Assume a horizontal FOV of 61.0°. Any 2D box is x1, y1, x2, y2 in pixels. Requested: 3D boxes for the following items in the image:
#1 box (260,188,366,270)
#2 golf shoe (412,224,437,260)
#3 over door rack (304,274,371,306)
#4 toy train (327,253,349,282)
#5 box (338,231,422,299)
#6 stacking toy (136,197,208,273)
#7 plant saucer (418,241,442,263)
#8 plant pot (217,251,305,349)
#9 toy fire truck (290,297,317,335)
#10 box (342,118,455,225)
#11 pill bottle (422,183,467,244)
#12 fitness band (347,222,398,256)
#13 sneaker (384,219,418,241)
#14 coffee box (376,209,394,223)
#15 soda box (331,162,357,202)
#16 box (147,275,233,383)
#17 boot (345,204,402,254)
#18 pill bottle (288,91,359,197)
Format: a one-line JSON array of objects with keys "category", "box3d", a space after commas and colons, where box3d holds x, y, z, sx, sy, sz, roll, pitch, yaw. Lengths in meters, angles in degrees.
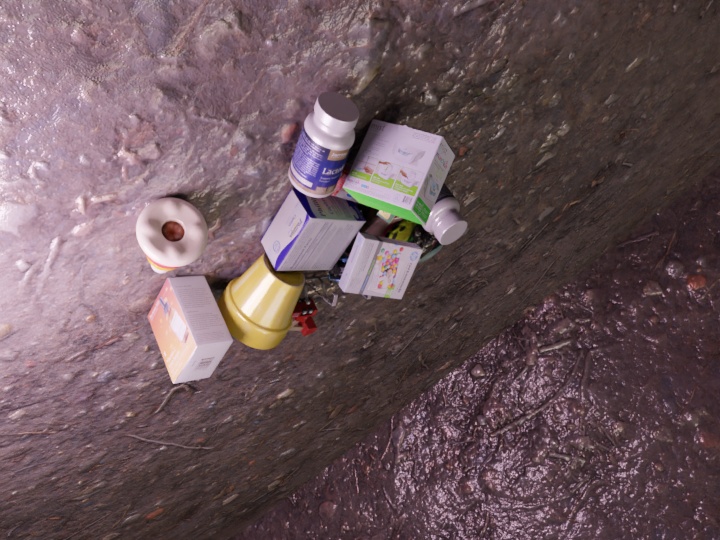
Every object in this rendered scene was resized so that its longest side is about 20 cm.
[{"category": "box", "box3d": [-0.119, -0.099, 1.533, 0.196, 0.106, 0.185, -2, 139, -47]}, {"category": "golf shoe", "box3d": [0.196, -0.113, 1.742, 0.200, 0.076, 0.090, -49, 159, -40]}, {"category": "over door rack", "box3d": [-0.081, 0.064, 1.752, 0.145, 0.197, 0.069, -8, 109, -40]}, {"category": "toy train", "box3d": [0.000, 0.000, 1.724, 0.193, 0.090, 0.114, 5, -175, -8]}, {"category": "box", "box3d": [0.054, -0.009, 1.618, 0.195, 0.041, 0.160, 8, 115, -36]}, {"category": "stacking toy", "box3d": [-0.411, -0.049, 1.307, 0.143, 0.150, 0.200, -15, 166, -30]}, {"category": "plant saucer", "box3d": [0.173, -0.061, 1.843, 0.197, 0.201, 0.040, -27, 110, -12]}, {"category": "plant pot", "box3d": [-0.241, 0.062, 1.567, 0.198, 0.202, 0.191, 4, 130, -50]}, {"category": "toy fire truck", "box3d": [-0.203, 0.150, 1.906, 0.196, 0.049, 0.142, -5, 142, -43]}, {"category": "box", "box3d": [0.085, -0.226, 1.382, 0.096, 0.196, 0.181, 34, 79, -57]}, {"category": "pill bottle", "box3d": [0.199, -0.176, 1.652, 0.117, 0.203, 0.121, -24, 151, -14]}, {"category": "fitness band", "box3d": [0.038, -0.104, 1.774, 0.141, 0.038, 0.201, 1, 136, -48]}, {"category": "sneaker", "box3d": [0.135, -0.108, 1.753, 0.201, 0.073, 0.085, -50, 140, -27]}, {"category": "coffee box", "box3d": [0.104, -0.207, 1.543, 0.124, 0.043, 0.201, -53, -175, 25]}, {"category": "soda box", "box3d": [-0.016, -0.214, 1.497, 0.064, 0.071, 0.197, -50, 150, 22]}, {"category": "box", "box3d": [-0.417, 0.141, 1.487, 0.104, 0.203, 0.153, -3, 142, -46]}, {"category": "boot", "box3d": [0.038, -0.109, 1.674, 0.192, 0.071, 0.150, 2, 130, 2]}, {"category": "pill bottle", "box3d": [-0.077, -0.266, 1.299, 0.113, 0.117, 0.202, -13, 146, -34]}]
